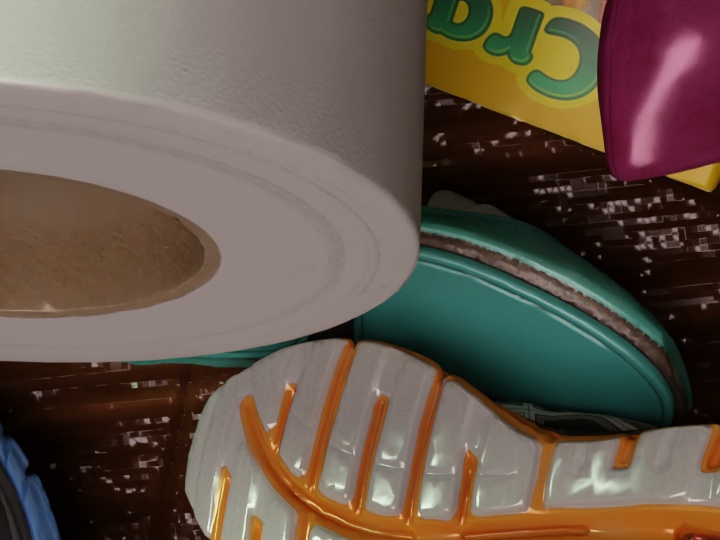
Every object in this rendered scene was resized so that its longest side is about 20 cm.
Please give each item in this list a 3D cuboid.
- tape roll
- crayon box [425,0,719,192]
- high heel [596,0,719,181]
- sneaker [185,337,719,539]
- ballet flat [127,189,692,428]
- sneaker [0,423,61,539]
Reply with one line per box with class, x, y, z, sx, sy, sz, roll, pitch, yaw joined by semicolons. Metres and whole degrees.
tape roll;-0.083;-0.070;0.707;0.202;0.203;0.140;-3;72;14
crayon box;0.035;-0.139;0.816;0.199;0.058;0.173;21;109;7
high heel;0.149;-0.047;0.774;0.199;0.067;0.097;15;87;-21
sneaker;0.046;0.070;0.811;0.199;0.077;0.079;11;84;23
ballet flat;0.000;0.000;0.856;0.199;0.071;0.068;10;127;8
sneaker;-0.123;0.127;0.878;0.082;0.071;0.200;-3;68;-14
